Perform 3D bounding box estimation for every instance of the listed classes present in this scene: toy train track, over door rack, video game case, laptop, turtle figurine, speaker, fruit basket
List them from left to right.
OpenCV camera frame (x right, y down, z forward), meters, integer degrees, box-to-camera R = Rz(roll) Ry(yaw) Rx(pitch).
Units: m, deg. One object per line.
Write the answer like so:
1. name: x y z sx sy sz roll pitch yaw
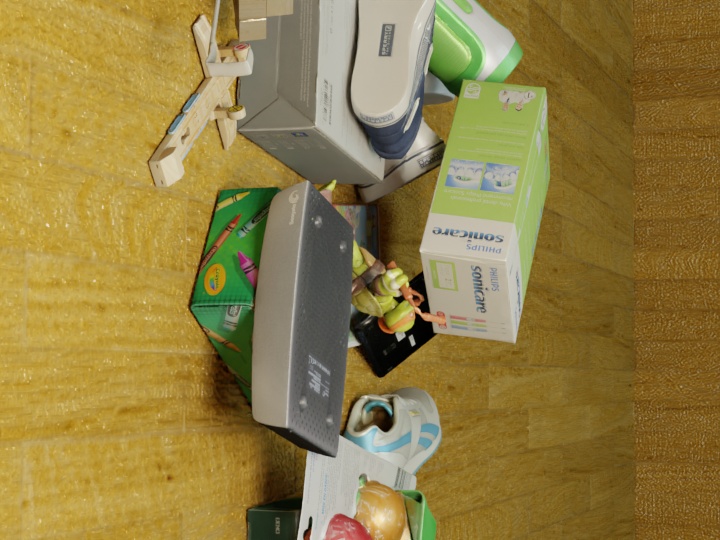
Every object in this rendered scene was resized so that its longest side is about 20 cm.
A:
1. over door rack: -0.136 -0.253 1.204 0.148 0.066 0.201 70 6 -46
2. toy train track: -0.119 -0.131 1.330 0.200 0.032 0.115 -65 149 -51
3. video game case: -0.017 0.006 1.653 0.200 0.017 0.144 -6 94 -72
4. fruit basket: -0.010 0.247 1.437 0.200 0.093 0.187 30 59 -50
5. turtle figurine: 0.000 0.000 1.495 0.162 0.064 0.200 52 -1 -2
6. laptop: 0.057 -0.007 1.726 0.103 0.200 0.177 50 -6 21
7. speaker: 0.064 -0.256 1.611 0.200 0.088 0.089 43 34 -10

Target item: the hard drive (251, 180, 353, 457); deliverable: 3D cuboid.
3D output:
1. hard drive: -0.046 0.042 1.341 0.135 0.042 0.202 44 48 -65

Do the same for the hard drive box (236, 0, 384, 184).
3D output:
1. hard drive box: -0.039 -0.176 1.503 0.200 0.076 0.157 32 59 -68

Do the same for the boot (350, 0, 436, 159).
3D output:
1. boot: 0.033 -0.206 1.515 0.090 0.072 0.201 69 32 -63

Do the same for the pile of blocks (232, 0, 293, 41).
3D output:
1. pile of blocks: -0.082 -0.292 1.350 0.082 0.062 0.202 -139 -137 -75

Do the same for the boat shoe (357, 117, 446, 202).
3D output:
1. boat shoe: 0.036 -0.118 1.651 0.066 0.073 0.200 62 -20 -2

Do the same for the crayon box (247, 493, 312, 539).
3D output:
1. crayon box: -0.044 0.270 1.510 0.200 0.051 0.127 4 85 -72

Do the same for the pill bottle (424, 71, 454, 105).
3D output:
1. pill bottle: 0.053 -0.278 1.719 0.119 0.119 0.202 10 80 -71

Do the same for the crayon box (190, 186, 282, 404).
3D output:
1. crayon box: -0.075 0.036 1.412 0.200 0.058 0.119 65 30 -51

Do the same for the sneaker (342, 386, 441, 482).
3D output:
1. sneaker: 0.034 0.161 1.713 0.200 0.076 0.081 -52 136 -65

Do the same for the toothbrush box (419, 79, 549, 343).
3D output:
1. toothbrush box: 0.122 -0.056 1.560 0.146 0.085 0.201 76 24 -57
